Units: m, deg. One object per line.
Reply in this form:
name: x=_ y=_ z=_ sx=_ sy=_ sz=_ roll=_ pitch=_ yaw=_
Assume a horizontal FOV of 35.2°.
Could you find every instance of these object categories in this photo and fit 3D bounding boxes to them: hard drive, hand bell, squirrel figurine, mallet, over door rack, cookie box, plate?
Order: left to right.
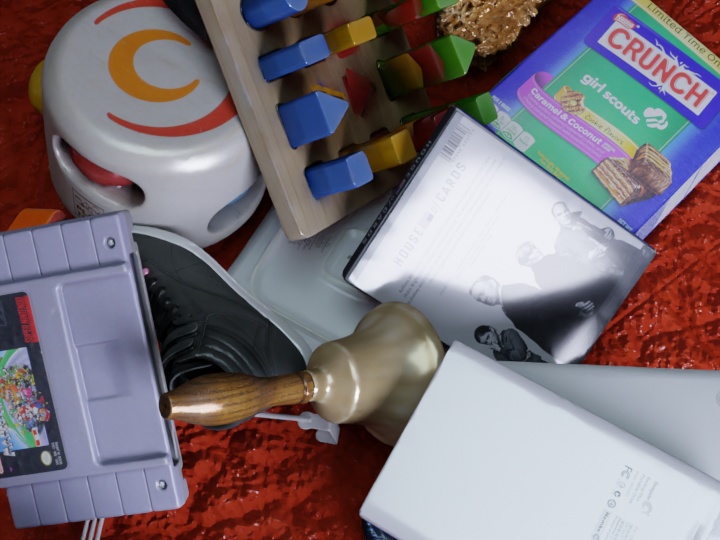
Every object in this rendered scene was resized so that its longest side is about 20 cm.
over door rack: x=-0.119 y=0.159 z=0.824 sx=0.197 sy=0.067 sz=0.150 roll=9 pitch=67 yaw=0
mallet: x=-0.062 y=-0.226 z=0.897 sx=0.198 sy=0.041 sz=0.066 roll=-20 pitch=59 yaw=-35
hand bell: x=-0.046 y=0.077 z=0.756 sx=0.198 sy=0.104 sz=0.105 roll=-1 pitch=61 yaw=-42
plate: x=0.000 y=0.000 z=0.911 sx=0.198 sy=0.032 sz=0.201 roll=26 pitch=65 yaw=12
squirrel figurine: x=0.138 y=-0.269 z=0.952 sx=0.140 sy=0.186 sz=0.202 roll=31 pitch=76 yaw=-17
hard drive: x=0.116 y=0.149 z=0.728 sx=0.198 sy=0.025 sz=0.133 roll=27 pitch=75 yaw=17
hard drive: x=0.160 y=0.128 z=0.766 sx=0.197 sy=0.026 sz=0.134 roll=1 pitch=62 yaw=9
cookie box: x=0.212 y=-0.124 z=0.966 sx=0.171 sy=0.075 sz=0.200 roll=43 pitch=70 yaw=14

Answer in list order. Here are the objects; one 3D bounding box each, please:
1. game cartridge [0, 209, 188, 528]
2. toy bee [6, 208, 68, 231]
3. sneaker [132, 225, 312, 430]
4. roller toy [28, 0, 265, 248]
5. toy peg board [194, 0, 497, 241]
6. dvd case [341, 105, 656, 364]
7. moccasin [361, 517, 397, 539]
game cartridge: x=-0.197 y=0.069 z=0.762 sx=0.128 sy=0.038 sz=0.203 roll=-10 pitch=99 yaw=6
toy bee: x=-0.280 y=0.048 z=0.857 sx=0.130 sy=0.110 sz=0.199 roll=21 pitch=48 yaw=39
sneaker: x=-0.133 y=0.038 z=0.813 sx=0.199 sy=0.071 sz=0.099 roll=34 pitch=27 yaw=11
roller toy: x=-0.160 y=-0.113 z=0.901 sx=0.197 sy=0.140 sz=0.185 roll=-5 pitch=58 yaw=-15
toy peg board: x=0.003 y=-0.157 z=0.859 sx=0.198 sy=0.097 sz=0.203 roll=-32 pitch=105 yaw=-46
dvd case: x=0.106 y=-0.006 z=0.856 sx=0.199 sy=0.025 sz=0.151 roll=33 pitch=97 yaw=-16
moccasin: x=0.083 y=0.132 z=0.825 sx=0.199 sy=0.068 sz=0.081 roll=-36 pitch=73 yaw=-15
